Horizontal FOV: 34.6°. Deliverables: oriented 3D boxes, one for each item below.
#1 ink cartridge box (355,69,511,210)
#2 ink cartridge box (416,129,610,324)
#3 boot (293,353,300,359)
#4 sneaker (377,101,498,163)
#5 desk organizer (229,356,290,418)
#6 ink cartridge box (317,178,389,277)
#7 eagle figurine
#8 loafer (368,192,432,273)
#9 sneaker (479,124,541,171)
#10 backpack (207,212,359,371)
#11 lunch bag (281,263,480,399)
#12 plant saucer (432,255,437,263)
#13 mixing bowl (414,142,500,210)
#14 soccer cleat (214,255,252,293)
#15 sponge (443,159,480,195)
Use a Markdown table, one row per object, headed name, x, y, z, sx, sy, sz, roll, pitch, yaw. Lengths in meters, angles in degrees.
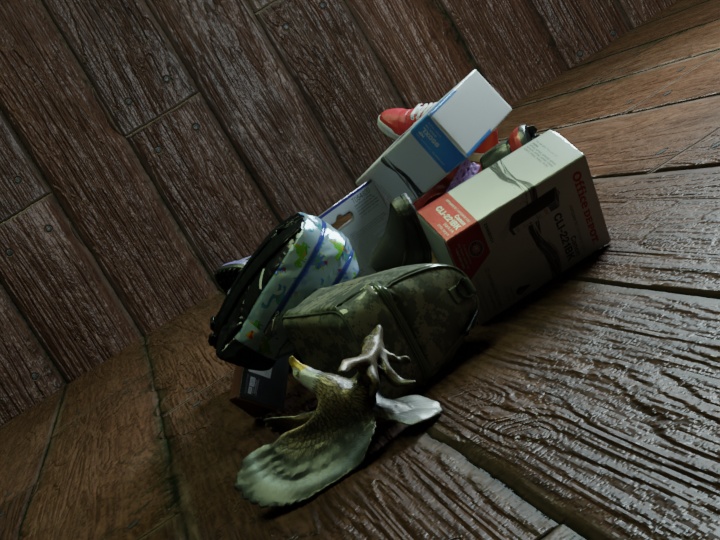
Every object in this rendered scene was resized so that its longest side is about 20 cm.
| name | x | y | z | sx | sy | sz | roll | pitch | yaw |
| --- | --- | --- | --- | --- | --- | --- | --- | --- | --- |
| ink cartridge box | 0.103 | -0.178 | 1.667 | 0.145 | 0.084 | 0.200 | -47 | 5 | -41 |
| ink cartridge box | 0.189 | -0.053 | 1.399 | 0.199 | 0.145 | 0.084 | -33 | 38 | -7 |
| boot | -0.120 | 0.100 | 1.887 | 0.155 | 0.077 | 0.200 | -36 | 12 | -24 |
| sneaker | 0.118 | -0.241 | 1.765 | 0.199 | 0.113 | 0.071 | 17 | 47 | 19 |
| desk organizer | -0.143 | 0.099 | 1.620 | 0.077 | 0.071 | 0.201 | -27 | 50 | 51 |
| ink cartridge box | 0.000 | 0.000 | 1.627 | 0.041 | 0.201 | 0.199 | -22 | 11 | 47 |
| eagle figurine | -0.030 | 0.152 | 1.208 | 0.151 | 0.151 | 0.200 | 12 | -60 | -38 |
| loafer | 0.047 | -0.015 | 1.461 | 0.072 | 0.201 | 0.073 | -17 | 50 | -9 |
| sneaker | 0.221 | -0.102 | 1.500 | 0.098 | 0.200 | 0.071 | -24 | 44 | 23 |
| backpack | -0.095 | 0.022 | 1.480 | 0.163 | 0.153 | 0.201 | -114 | 44 | -77 |
| lunch bag | 0.030 | 0.064 | 1.353 | 0.167 | 0.140 | 0.200 | -35 | 10 | -24 |
| plant saucer | 0.137 | -0.018 | 1.564 | 0.200 | 0.029 | 0.200 | -48 | 17 | 20 |
| mixing bowl | 0.154 | -0.113 | 1.846 | 0.200 | 0.200 | 0.109 | -25 | 25 | 35 |
| soccer cleat | -0.127 | -0.005 | 1.722 | 0.199 | 0.068 | 0.073 | -9 | 36 | 31 |
| sponge | 0.117 | -0.068 | 1.717 | 0.112 | 0.030 | 0.200 | -60 | -3 | -34 |
